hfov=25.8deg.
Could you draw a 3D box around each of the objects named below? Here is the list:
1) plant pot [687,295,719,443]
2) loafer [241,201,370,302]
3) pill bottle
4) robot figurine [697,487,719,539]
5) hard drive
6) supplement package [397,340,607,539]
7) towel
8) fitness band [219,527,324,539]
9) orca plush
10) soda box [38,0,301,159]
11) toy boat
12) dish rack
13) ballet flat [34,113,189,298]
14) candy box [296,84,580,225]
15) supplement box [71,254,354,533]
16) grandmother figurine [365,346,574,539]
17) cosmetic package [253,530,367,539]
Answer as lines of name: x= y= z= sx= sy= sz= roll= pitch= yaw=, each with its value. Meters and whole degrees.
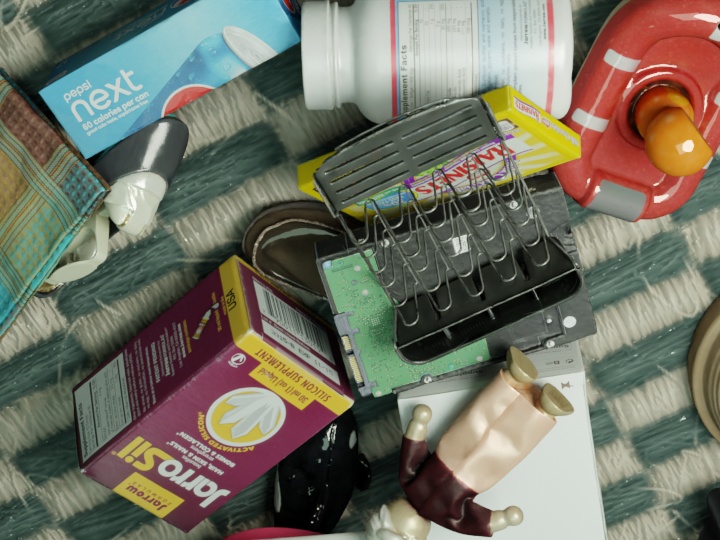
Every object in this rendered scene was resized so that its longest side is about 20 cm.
plant pot: x=0.382 y=0.097 z=1.324 sx=0.200 sy=0.093 sz=0.201 roll=1 pitch=116 yaw=2
loafer: x=0.000 y=0.000 z=1.294 sx=0.200 sy=0.071 sz=0.073 roll=15 pitch=115 yaw=-6
pill bottle: x=0.057 y=-0.166 z=1.191 sx=0.200 sy=0.109 sz=0.109 roll=-1 pitch=116 yaw=2
robot figurine: x=0.373 y=0.277 z=1.398 sx=0.150 sy=0.125 sz=0.200 roll=-4 pitch=122 yaw=42
hard drive: x=0.076 y=0.014 z=1.247 sx=0.200 sy=0.038 sz=0.140 roll=-18 pitch=117 yaw=2
supplement package: x=0.122 y=0.155 z=1.347 sx=0.155 sy=0.111 sz=0.200 roll=-9 pitch=115 yaw=5
towel: x=-0.303 y=-0.043 z=1.271 sx=0.147 sy=0.022 sz=0.200 roll=46 pitch=113 yaw=11
fitness band: x=-0.055 y=0.283 z=1.411 sx=0.200 sy=0.037 sz=0.144 roll=17 pitch=139 yaw=-27
orca plush: x=-0.056 y=0.209 z=1.397 sx=0.105 sy=0.071 sz=0.200 roll=31 pitch=113 yaw=-13
soda box: x=-0.144 y=-0.168 z=1.218 sx=0.200 sy=0.064 sz=0.068 roll=-27 pitch=113 yaw=14
toy boat: x=0.232 y=-0.117 z=1.193 sx=0.130 sy=0.131 sz=0.200 roll=16 pitch=117 yaw=-17
dish rack: x=0.062 y=-0.032 z=1.151 sx=0.153 sy=0.055 sz=0.200 roll=-25 pitch=132 yaw=8
ballet flat: x=-0.208 y=-0.044 z=1.274 sx=0.200 sy=0.073 sz=0.073 roll=-36 pitch=110 yaw=19
candy box: x=0.059 y=-0.084 z=1.211 sx=0.200 sy=0.026 sz=0.102 roll=-18 pitch=154 yaw=34
supplement box: x=-0.126 y=0.105 z=1.315 sx=0.200 sy=0.103 sz=0.131 roll=-40 pitch=128 yaw=19
grandmother figurine: x=0.080 y=0.161 z=1.250 sx=0.200 sy=0.061 sz=0.121 roll=-46 pitch=71 yaw=16
cosmetic package: x=-0.049 y=0.344 z=1.302 sx=0.165 sy=0.200 sz=0.165 roll=-4 pitch=143 yaw=-3
